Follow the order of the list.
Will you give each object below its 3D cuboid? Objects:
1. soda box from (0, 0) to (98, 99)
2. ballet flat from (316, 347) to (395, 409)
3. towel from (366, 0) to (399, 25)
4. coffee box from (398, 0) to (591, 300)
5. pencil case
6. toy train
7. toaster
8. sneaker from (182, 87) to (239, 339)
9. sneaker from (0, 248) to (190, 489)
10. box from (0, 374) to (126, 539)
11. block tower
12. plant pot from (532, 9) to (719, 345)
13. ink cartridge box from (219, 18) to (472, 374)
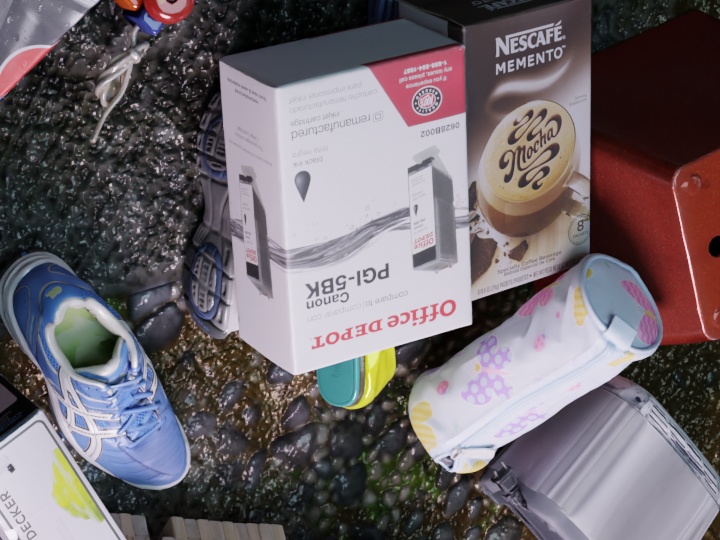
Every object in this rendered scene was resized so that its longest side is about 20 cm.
[{"bbox_3d":[-0.226,-0.151,1.357,0.200,0.063,0.071,-43,106,10],"label":"soda box"},{"bbox_3d":[0.000,0.000,1.572,0.067,0.067,0.201,-21,117,-45],"label":"ballet flat"},{"bbox_3d":[0.057,-0.169,1.556,0.111,0.048,0.201,4,102,-30],"label":"towel"},{"bbox_3d":[0.094,-0.095,1.524,0.113,0.080,0.201,-17,119,-29],"label":"coffee box"},{"bbox_3d":[0.122,0.069,1.579,0.083,0.200,0.091,48,35,-6],"label":"pencil case"},{"bbox_3d":[-0.166,-0.196,1.413,0.115,0.085,0.201,31,88,-21],"label":"toy train"},{"bbox_3d":[0.184,0.163,1.683,0.129,0.113,0.200,-50,122,-12],"label":"toaster"},{"bbox_3d":[-0.066,-0.053,1.518,0.087,0.074,0.201,-3,113,-37],"label":"sneaker"},{"bbox_3d":[-0.175,0.078,1.483,0.076,0.077,0.200,-42,121,-14],"label":"sneaker"},{"bbox_3d":[-0.230,0.118,1.392,0.060,0.200,0.117,-36,117,-15],"label":"box"},{"bbox_3d":[-0.147,0.207,1.537,0.199,0.054,0.058,8,136,-29],"label":"block tower"},{"bbox_3d":[0.242,-0.054,1.615,0.199,0.176,0.201,-24,114,-20],"label":"plant pot"},{"bbox_3d":[-0.007,-0.049,1.452,0.146,0.083,0.201,-16,115,-26],"label":"ink cartridge box"}]
